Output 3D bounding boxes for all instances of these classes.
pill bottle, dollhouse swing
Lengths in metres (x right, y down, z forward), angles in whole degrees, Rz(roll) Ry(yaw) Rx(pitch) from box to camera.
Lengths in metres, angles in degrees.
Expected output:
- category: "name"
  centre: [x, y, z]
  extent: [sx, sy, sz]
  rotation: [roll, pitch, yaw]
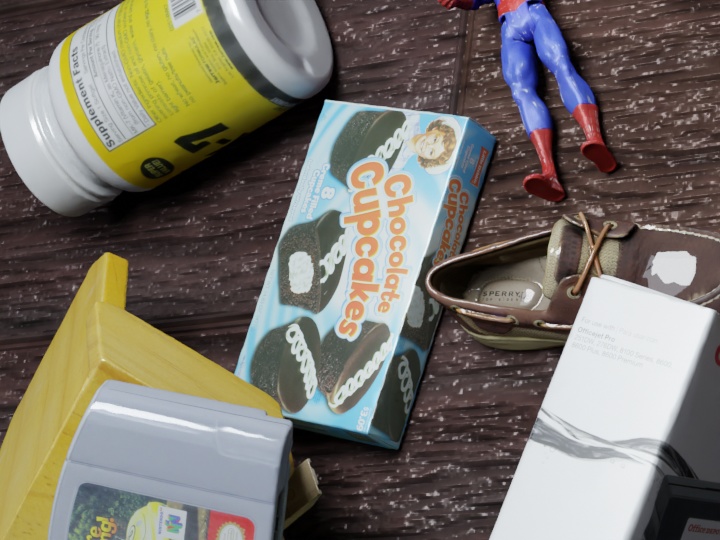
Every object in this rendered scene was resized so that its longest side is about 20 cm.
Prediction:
- category: "pill bottle"
  centre: [-0.126, -0.120, 1.823]
  extent: [0.199, 0.114, 0.115]
  rotation: [-28, 56, 25]
- category: "dollhouse swing"
  centre: [-0.134, 0.121, 1.732]
  extent: [0.181, 0.176, 0.201]
  rotation: [29, 114, 0]

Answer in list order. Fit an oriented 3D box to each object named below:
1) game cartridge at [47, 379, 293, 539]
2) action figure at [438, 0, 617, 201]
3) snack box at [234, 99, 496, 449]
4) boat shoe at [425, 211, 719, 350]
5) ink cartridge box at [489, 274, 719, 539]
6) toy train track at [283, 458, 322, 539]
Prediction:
- category: "game cartridge"
  centre: [-0.112, 0.165, 1.631]
  extent: [0.132, 0.041, 0.201]
  rotation: [12, 113, 12]
- category: "action figure"
  centre: [0.088, -0.150, 1.689]
  extent: [0.065, 0.099, 0.201]
  rotation: [-29, 53, 22]
- category: "snack box"
  centre: [0.000, 0.000, 1.725]
  extent: [0.116, 0.037, 0.201]
  rotation: [9, 76, 39]
- category: "boat shoe"
  centre: [0.126, 0.004, 1.603]
  extent: [0.199, 0.072, 0.073]
  rotation: [-3, 69, 36]
- category: "ink cartridge box"
  centre: [0.149, 0.123, 1.485]
  extent: [0.084, 0.144, 0.201]
  rotation: [16, 81, 39]
- category: "toy train track"
  centre: [-0.037, 0.186, 1.670]
  extent: [0.115, 0.032, 0.201]
  rotation: [-41, 58, 38]
